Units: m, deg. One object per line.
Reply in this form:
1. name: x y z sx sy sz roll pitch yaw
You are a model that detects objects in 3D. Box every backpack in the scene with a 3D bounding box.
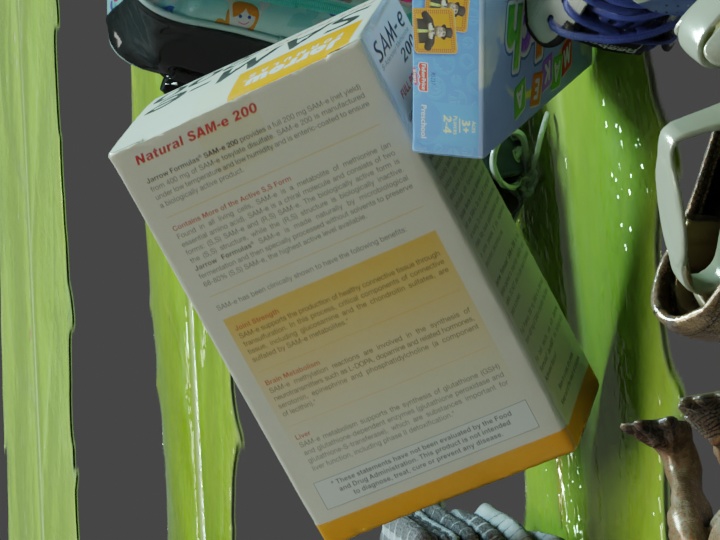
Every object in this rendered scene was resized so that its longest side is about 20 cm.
1. backpack: -0.028 -0.192 1.477 0.151 0.177 0.200 125 156 -63

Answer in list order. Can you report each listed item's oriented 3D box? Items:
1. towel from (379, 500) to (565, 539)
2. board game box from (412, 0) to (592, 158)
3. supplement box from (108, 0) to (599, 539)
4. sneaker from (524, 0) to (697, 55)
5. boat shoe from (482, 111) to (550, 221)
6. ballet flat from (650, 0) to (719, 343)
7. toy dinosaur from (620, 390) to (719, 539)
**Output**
1. towel: 0.049 0.196 1.337 0.200 0.085 0.166 -158 71 -74
2. board game box: 0.060 -0.163 1.226 0.151 0.037 0.200 -42 -45 -62
3. supplement box: 0.000 0.000 1.273 0.200 0.126 0.074 62 -159 -14
4. sneaker: 0.113 -0.125 1.156 0.199 0.080 0.115 -102 15 -61
5. boat shoe: 0.049 -0.035 1.381 0.075 0.062 0.200 94 -170 -56
6. ballet flat: 0.141 -0.059 1.044 0.068 0.067 0.200 -119 33 -61
7. toy dinosaur: 0.143 0.109 1.008 0.200 0.086 0.136 140 122 -78
